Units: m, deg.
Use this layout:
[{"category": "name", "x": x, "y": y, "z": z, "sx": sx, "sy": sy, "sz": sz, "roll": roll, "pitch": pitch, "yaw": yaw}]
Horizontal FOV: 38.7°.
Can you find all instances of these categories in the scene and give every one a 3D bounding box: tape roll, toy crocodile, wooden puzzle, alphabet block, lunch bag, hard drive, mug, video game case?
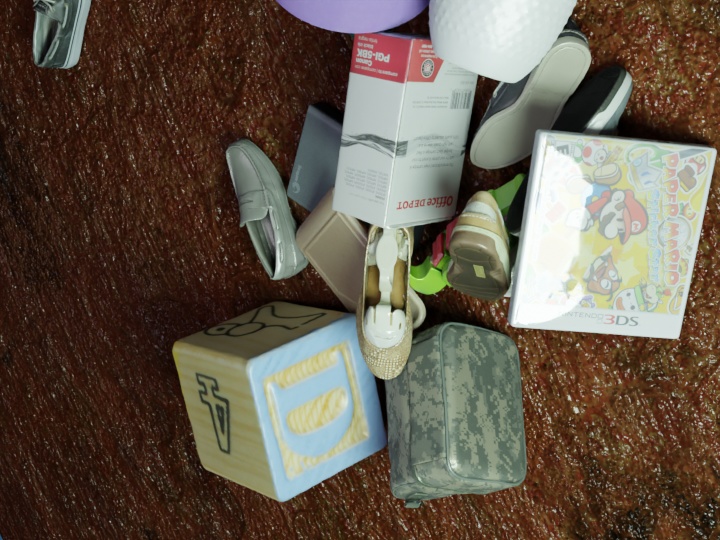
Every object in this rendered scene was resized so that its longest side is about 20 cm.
[{"category": "tape roll", "x": -0.007, "y": -0.351, "z": 1.071, "sx": 0.200, "sy": 0.200, "sz": 0.085, "roll": 44, "pitch": 156, "yaw": 17}, {"category": "toy crocodile", "x": 0.127, "y": -0.040, "z": 1.188, "sx": 0.061, "sy": 0.068, "sz": 0.200, "roll": 23, "pitch": 137, "yaw": -24}, {"category": "wooden puzzle", "x": 0.000, "y": 0.000, "z": 1.316, "sx": 0.201, "sy": 0.037, "sz": 0.185, "roll": 56, "pitch": 156, "yaw": 3}, {"category": "alphabet block", "x": -0.110, "y": 0.167, "z": 1.387, "sx": 0.199, "sy": 0.194, "sz": 0.198, "roll": 7, "pitch": 112, "yaw": 52}, {"category": "lunch bag", "x": 0.098, "y": 0.174, "z": 1.239, "sx": 0.167, "sy": 0.139, "sz": 0.202, "roll": -27, "pitch": 57, "yaw": 47}, {"category": "hard drive", "x": -0.001, "y": -0.107, "z": 1.307, "sx": 0.199, "sy": 0.033, "sz": 0.140, "roll": 36, "pitch": 128, "yaw": 24}, {"category": "mug", "x": 0.137, "y": -0.292, "z": 1.026, "sx": 0.200, "sy": 0.146, "sz": 0.177, "roll": -118, "pitch": 44, "yaw": -65}, {"category": "video game case", "x": 0.250, "y": -0.033, "z": 1.030, "sx": 0.180, "sy": 0.023, "sz": 0.202, "roll": 4, "pitch": 106, "yaw": -6}]

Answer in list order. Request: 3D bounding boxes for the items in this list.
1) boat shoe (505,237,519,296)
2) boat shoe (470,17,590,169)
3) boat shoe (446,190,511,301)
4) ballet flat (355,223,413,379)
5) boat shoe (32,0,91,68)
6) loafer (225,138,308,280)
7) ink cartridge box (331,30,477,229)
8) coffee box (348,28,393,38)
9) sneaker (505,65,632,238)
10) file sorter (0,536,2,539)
[{"category": "boat shoe", "x": 0.199, "y": 0.000, "z": 1.155, "sx": 0.199, "sy": 0.070, "sz": 0.072, "roll": -4, "pitch": 106, "yaw": 43}, {"category": "boat shoe", "x": 0.181, "y": -0.190, "z": 1.113, "sx": 0.200, "sy": 0.072, "sz": 0.063, "roll": 125, "pitch": 152, "yaw": -46}, {"category": "boat shoe", "x": 0.134, "y": -0.026, "z": 1.097, "sx": 0.071, "sy": 0.077, "sz": 0.200, "roll": 13, "pitch": 164, "yaw": 7}, {"category": "ballet flat", "x": 0.027, "y": 0.026, "z": 1.191, "sx": 0.070, "sy": 0.065, "sz": 0.202, "roll": -1, "pitch": 87, "yaw": 7}, {"category": "boat shoe", "x": -0.455, "y": -0.393, "z": 1.543, "sx": 0.072, "sy": 0.071, "sz": 0.201, "roll": 30, "pitch": 125, "yaw": 27}, {"category": "loafer", "x": -0.136, "y": -0.084, "z": 1.406, "sx": 0.070, "sy": 0.070, "sz": 0.201, "roll": -26, "pitch": 91, "yaw": 45}, {"category": "ink cartridge box", "x": 0.051, "y": -0.158, "z": 1.138, "sx": 0.082, "sy": 0.146, "sz": 0.202, "roll": 19, "pitch": 108, "yaw": 34}, {"category": "coffee box", "x": -0.022, "y": -0.372, "z": 1.201, "sx": 0.200, "sy": 0.044, "sz": 0.123, "roll": 46, "pitch": 130, "yaw": 15}, {"category": "sneaker", "x": 0.251, "y": -0.099, "z": 1.065, "sx": 0.201, "sy": 0.120, "sz": 0.084, "roll": -59, "pitch": 21, "yaw": 7}, {"category": "file sorter", "x": -0.879, "y": 0.710, "z": 2.354, "sx": 0.138, "sy": 0.122, "sz": 0.202, "roll": -11, "pitch": 101, "yaw": 42}]
